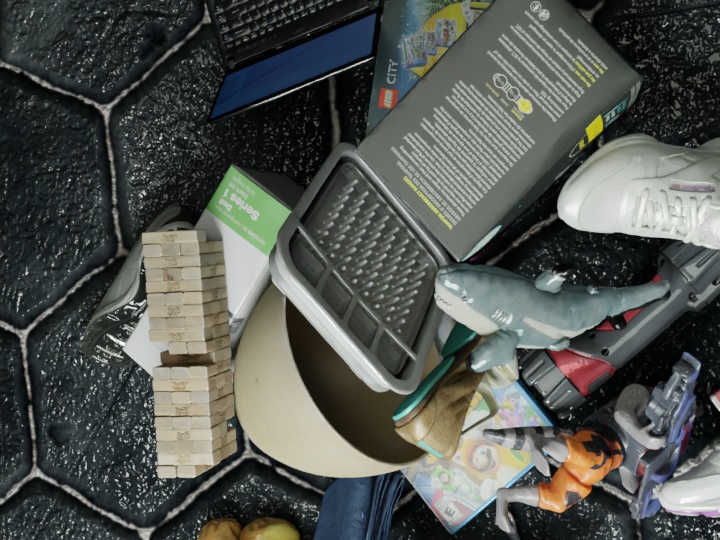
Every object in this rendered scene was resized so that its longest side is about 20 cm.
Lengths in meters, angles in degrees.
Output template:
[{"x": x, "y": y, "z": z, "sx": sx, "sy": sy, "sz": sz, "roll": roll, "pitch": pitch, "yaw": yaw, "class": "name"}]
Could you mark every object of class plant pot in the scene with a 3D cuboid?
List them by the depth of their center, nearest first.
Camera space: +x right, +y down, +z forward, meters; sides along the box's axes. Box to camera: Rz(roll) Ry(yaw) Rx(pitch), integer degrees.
[{"x": -0.037, "y": 0.098, "z": 0.947, "sx": 0.134, "sy": 0.199, "sz": 0.203, "roll": -32, "pitch": 81, "yaw": 34, "class": "plant pot"}]

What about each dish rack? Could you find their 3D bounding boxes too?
[{"x": 0.000, "y": 0.000, "z": 0.912, "sx": 0.043, "sy": 0.201, "sz": 0.172, "roll": -31, "pitch": 108, "yaw": 35, "class": "dish rack"}]

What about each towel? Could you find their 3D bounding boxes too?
[{"x": -0.015, "y": 0.274, "z": 0.948, "sx": 0.048, "sy": 0.202, "sz": 0.112, "roll": 24, "pitch": 140, "yaw": -14, "class": "towel"}]

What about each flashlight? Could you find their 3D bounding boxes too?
[{"x": 0.231, "y": 0.042, "z": 0.940, "sx": 0.200, "sy": 0.068, "sz": 0.068, "roll": -44, "pitch": 104, "yaw": 9, "class": "flashlight"}]

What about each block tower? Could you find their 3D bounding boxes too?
[{"x": -0.143, "y": 0.068, "z": 0.905, "sx": 0.053, "sy": 0.058, "sz": 0.204, "roll": -3, "pitch": 93, "yaw": 16, "class": "block tower"}]

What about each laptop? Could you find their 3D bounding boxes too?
[{"x": -0.078, "y": -0.255, "z": 1.009, "sx": 0.174, "sy": 0.103, "sz": 0.204, "roll": -18, "pitch": 85, "yaw": 16, "class": "laptop"}]

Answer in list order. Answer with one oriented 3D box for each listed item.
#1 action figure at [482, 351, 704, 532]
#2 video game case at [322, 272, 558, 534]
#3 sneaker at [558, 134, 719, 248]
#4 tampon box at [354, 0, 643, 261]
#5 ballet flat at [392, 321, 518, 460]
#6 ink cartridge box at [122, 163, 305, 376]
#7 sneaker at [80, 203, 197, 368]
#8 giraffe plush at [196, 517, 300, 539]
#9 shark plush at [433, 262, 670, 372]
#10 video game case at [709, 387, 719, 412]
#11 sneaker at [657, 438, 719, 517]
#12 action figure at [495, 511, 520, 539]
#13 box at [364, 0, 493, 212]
[{"x": 0.209, "y": 0.128, "z": 0.895, "sx": 0.105, "sy": 0.191, "sz": 0.202, "roll": 51, "pitch": 147, "yaw": 40, "class": "action figure"}, {"x": 0.075, "y": 0.124, "z": 1.008, "sx": 0.143, "sy": 0.018, "sz": 0.201, "roll": -42, "pitch": 78, "yaw": 14, "class": "video game case"}, {"x": 0.260, "y": -0.061, "z": 0.866, "sx": 0.196, "sy": 0.100, "sz": 0.076, "roll": -8, "pitch": 128, "yaw": -9, "class": "sneaker"}, {"x": 0.116, "y": -0.120, "z": 0.887, "sx": 0.200, "sy": 0.150, "sz": 0.126, "roll": -45, "pitch": 82, "yaw": 9, "class": "tampon box"}, {"x": 0.099, "y": 0.089, "z": 0.930, "sx": 0.072, "sy": 0.200, "sz": 0.068, "roll": 46, "pitch": 135, "yaw": -7, "class": "ballet flat"}, {"x": -0.115, "y": 0.013, "z": 0.999, "sx": 0.084, "sy": 0.146, "sz": 0.202, "roll": 36, "pitch": 99, "yaw": 13, "class": "ink cartridge box"}, {"x": -0.215, "y": 0.020, "z": 1.077, "sx": 0.073, "sy": 0.080, "sz": 0.201, "roll": 27, "pitch": 116, "yaw": -25, "class": "sneaker"}, {"x": -0.114, "y": 0.344, "z": 0.991, "sx": 0.169, "sy": 0.162, "sz": 0.204, "roll": -2, "pitch": 89, "yaw": 17, "class": "giraffe plush"}, {"x": 0.158, "y": 0.029, "z": 0.877, "sx": 0.196, "sy": 0.092, "sz": 0.084, "roll": 6, "pitch": 134, "yaw": 4, "class": "shark plush"}, {"x": 0.420, "y": 0.109, "z": 0.902, "sx": 0.199, "sy": 0.017, "sz": 0.144, "roll": -38, "pitch": 80, "yaw": 14, "class": "video game case"}, {"x": 0.331, "y": 0.137, "z": 0.883, "sx": 0.197, "sy": 0.075, "sz": 0.101, "roll": -23, "pitch": 80, "yaw": 1, "class": "sneaker"}, {"x": 0.117, "y": 0.298, "z": 0.936, "sx": 0.196, "sy": 0.134, "sz": 0.152, "roll": -5, "pitch": 90, "yaw": 20, "class": "action figure"}, {"x": 0.077, "y": -0.151, "z": 0.996, "sx": 0.134, "sy": 0.038, "sz": 0.204, "roll": 10, "pitch": 93, "yaw": 17, "class": "box"}]
